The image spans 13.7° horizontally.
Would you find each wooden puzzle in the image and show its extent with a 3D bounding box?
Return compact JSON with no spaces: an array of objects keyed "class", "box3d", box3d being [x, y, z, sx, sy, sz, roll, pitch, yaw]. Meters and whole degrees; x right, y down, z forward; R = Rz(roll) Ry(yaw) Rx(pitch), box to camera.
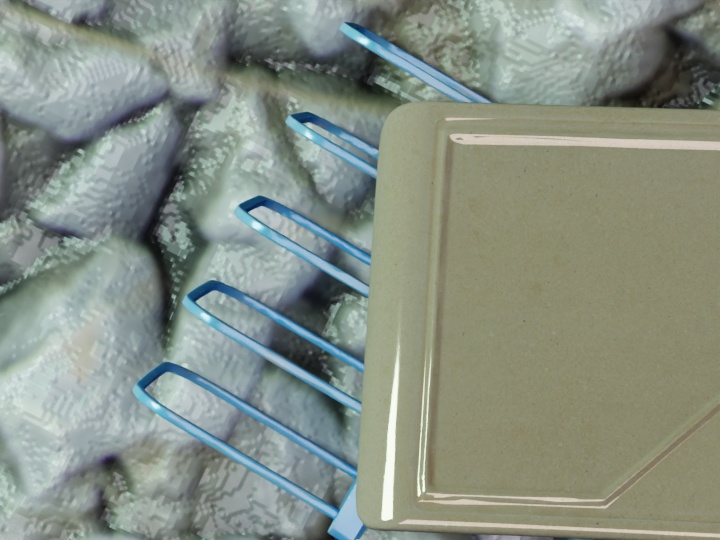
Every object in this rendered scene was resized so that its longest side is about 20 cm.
[{"class":"wooden puzzle","box3d":[0.101,0.022,1.240,0.200,0.037,0.185,1,73,11]}]

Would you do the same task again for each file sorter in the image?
[{"class":"file sorter","box3d":[0.000,0.000,1.356,0.123,0.139,0.200,30,96,2]}]

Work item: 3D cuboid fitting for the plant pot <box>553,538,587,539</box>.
[{"class":"plant pot","box3d":[0.186,0.121,1.331,0.196,0.200,0.196,-10,95,2]}]
